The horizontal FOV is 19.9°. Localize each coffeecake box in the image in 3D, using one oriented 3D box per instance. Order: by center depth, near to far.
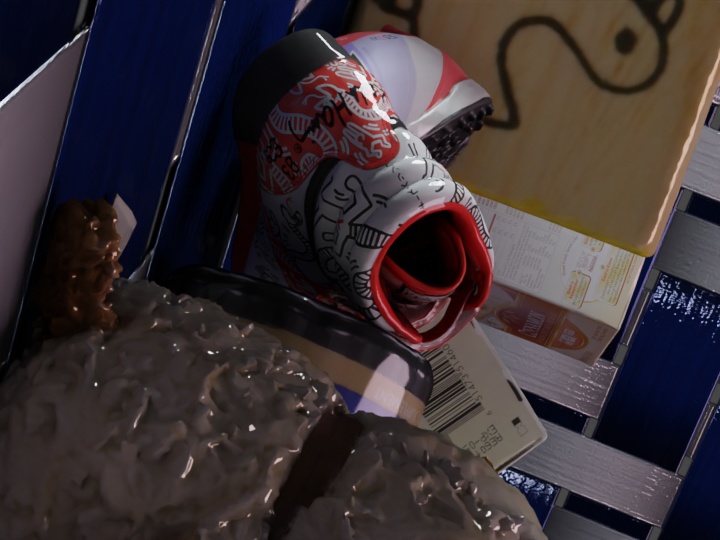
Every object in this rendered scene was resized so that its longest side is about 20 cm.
[{"bbox_3d":[0.083,-0.014,1.373,0.154,0.199,0.074,87,24,-79],"label":"coffeecake box"}]

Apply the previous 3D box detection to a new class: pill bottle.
[{"bbox_3d":[-0.056,0.109,0.767,0.112,0.111,0.201,88,23,-80],"label":"pill bottle"}]

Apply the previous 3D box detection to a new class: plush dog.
[{"bbox_3d":[-0.024,0.074,0.590,0.200,0.171,0.161,-60,169,-62],"label":"plush dog"}]

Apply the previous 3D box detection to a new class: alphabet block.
[{"bbox_3d":[0.102,-0.134,1.116,0.196,0.194,0.201,-13,123,-83],"label":"alphabet block"}]

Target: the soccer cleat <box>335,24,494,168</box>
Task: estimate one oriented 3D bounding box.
[{"bbox_3d":[-0.008,-0.072,0.936,0.068,0.073,0.200,-50,167,27],"label":"soccer cleat"}]

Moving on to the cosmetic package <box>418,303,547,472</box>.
[{"bbox_3d":[0.021,0.069,1.092,0.073,0.104,0.200,-33,179,-13],"label":"cosmetic package"}]

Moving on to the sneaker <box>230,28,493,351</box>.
[{"bbox_3d":[0.001,0.004,0.831,0.067,0.108,0.202,-30,150,-18],"label":"sneaker"}]
